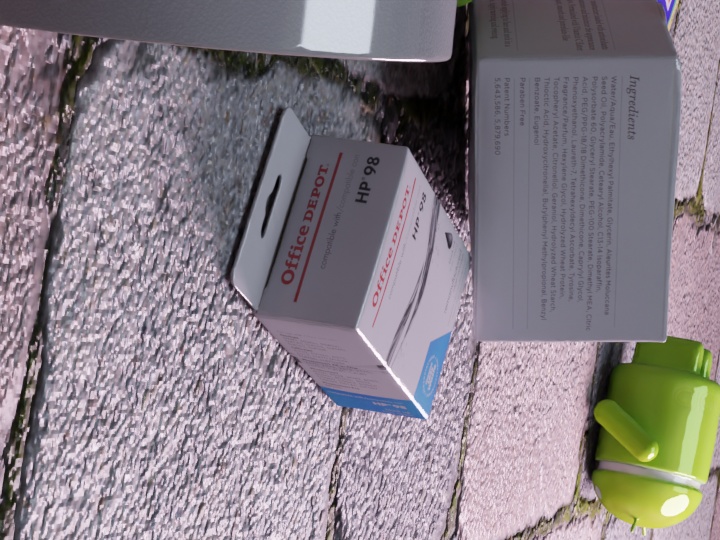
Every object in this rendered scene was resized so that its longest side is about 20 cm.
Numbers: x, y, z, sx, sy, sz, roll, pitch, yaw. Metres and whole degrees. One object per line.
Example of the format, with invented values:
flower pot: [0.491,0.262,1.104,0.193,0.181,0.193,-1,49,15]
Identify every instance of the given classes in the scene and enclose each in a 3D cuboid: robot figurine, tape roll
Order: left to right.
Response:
tape roll: [-0.062,-0.107,0.691,0.203,0.201,0.037,-15,112,-67]
robot figurine: [0.299,0.168,1.820,0.175,0.115,0.202,30,71,-66]

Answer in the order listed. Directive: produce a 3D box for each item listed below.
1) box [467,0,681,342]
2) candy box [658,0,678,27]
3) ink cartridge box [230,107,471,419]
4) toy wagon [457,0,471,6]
box: [0.139,-0.081,1.218,0.199,0.130,0.201,-84,173,-66]
candy box: [0.227,-0.301,1.506,0.200,0.076,0.170,68,37,-55]
ink cartridge box: [0.000,0.000,1.065,0.200,0.066,0.117,53,50,-61]
toy wagon: [0.047,-0.227,1.094,0.200,0.039,0.155,-53,150,-14]
